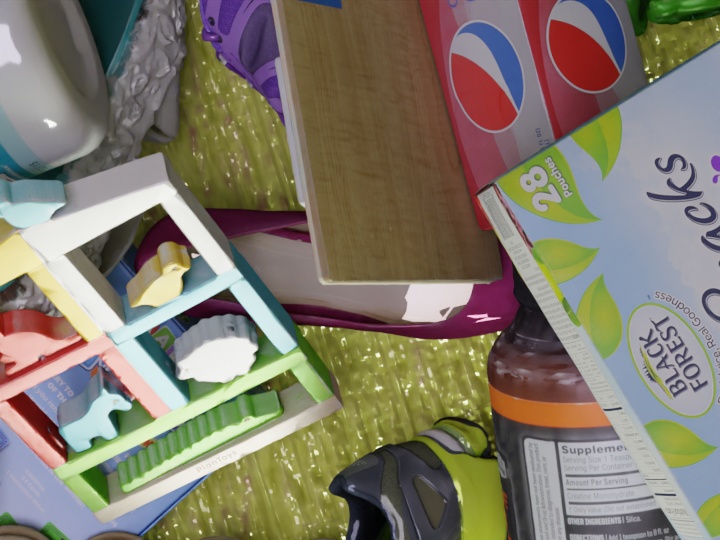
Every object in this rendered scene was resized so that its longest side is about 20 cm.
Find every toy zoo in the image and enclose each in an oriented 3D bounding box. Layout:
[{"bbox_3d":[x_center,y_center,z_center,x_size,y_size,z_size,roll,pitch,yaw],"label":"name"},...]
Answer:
[{"bbox_3d":[-0.108,0.025,1.112,0.131,0.021,0.200,-27,134,11],"label":"toy zoo"}]

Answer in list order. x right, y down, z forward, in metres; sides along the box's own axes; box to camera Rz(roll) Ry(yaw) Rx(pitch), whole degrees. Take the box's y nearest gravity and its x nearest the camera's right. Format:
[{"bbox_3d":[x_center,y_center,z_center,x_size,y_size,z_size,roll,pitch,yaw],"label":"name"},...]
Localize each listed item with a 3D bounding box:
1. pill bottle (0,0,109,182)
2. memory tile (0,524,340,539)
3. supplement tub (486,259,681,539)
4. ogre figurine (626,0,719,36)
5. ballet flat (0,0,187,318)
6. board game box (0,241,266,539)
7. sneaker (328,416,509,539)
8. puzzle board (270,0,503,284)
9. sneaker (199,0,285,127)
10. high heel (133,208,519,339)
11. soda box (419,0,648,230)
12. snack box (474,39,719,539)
[{"bbox_3d":[-0.217,-0.069,1.097,0.199,0.111,0.111,-21,95,9],"label":"pill bottle"},{"bbox_3d":[-0.090,0.197,1.215,0.199,0.017,0.154,2,107,1],"label":"memory tile"},{"bbox_3d":[0.113,0.082,1.128,0.107,0.107,0.201,-5,104,10],"label":"supplement tub"},{"bbox_3d":[0.173,-0.176,1.092,0.098,0.200,0.120,-9,87,-33],"label":"ogre figurine"},{"bbox_3d":[-0.120,-0.057,1.166,0.072,0.072,0.201,21,75,6],"label":"ballet flat"},{"bbox_3d":[-0.161,0.077,1.219,0.200,0.037,0.151,-42,91,14],"label":"board game box"},{"bbox_3d":[0.022,0.171,1.172,0.081,0.074,0.201,-7,93,-30],"label":"sneaker"},{"bbox_3d":[0.003,-0.092,1.089,0.017,0.151,0.201,-14,83,30],"label":"puzzle board"},{"bbox_3d":[-0.028,-0.099,1.149,0.083,0.081,0.201,-24,74,26],"label":"sneaker"},{"bbox_3d":[0.000,0.000,1.149,0.199,0.096,0.068,10,100,8],"label":"high heel"},{"bbox_3d":[0.069,-0.123,1.112,0.070,0.063,0.201,-12,95,55],"label":"soda box"},{"bbox_3d":[0.169,0.009,1.041,0.168,0.068,0.200,-31,89,-6],"label":"snack box"}]
